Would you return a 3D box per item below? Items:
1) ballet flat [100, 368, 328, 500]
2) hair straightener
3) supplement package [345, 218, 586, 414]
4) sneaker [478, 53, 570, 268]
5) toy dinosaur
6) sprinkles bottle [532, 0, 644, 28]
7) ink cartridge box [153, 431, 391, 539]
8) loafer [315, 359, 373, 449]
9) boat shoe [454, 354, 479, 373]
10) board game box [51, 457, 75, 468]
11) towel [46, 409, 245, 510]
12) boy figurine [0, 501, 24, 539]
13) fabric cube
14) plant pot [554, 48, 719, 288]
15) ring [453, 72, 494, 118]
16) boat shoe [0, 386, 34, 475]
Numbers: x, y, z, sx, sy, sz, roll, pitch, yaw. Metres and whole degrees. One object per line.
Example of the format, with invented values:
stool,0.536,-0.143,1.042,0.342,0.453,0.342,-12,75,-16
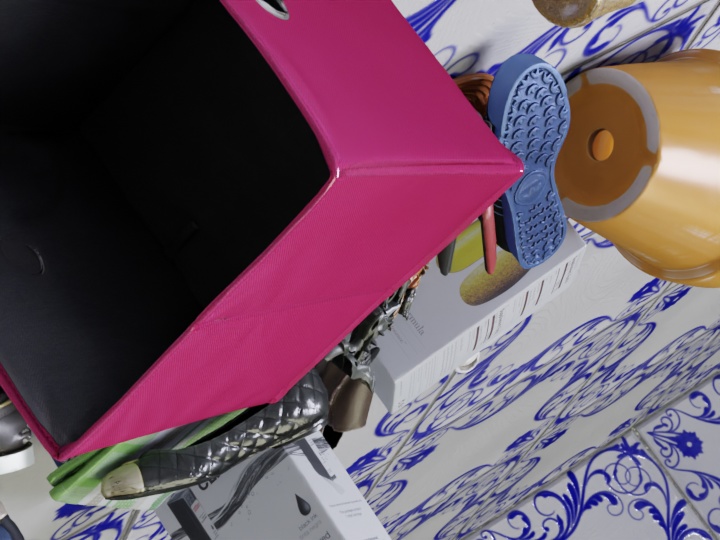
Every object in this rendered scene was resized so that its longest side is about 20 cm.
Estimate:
ballet flat,-0.113,0.126,1.487,0.199,0.057,0.066,-23,-175,-29
hair straightener,0.058,-0.056,1.397,0.076,0.041,0.200,-3,152,3
supplement package,0.075,0.008,1.629,0.199,0.114,0.110,-35,166,-11
sneaker,0.108,-0.090,1.445,0.070,0.078,0.201,-29,141,-21
toy dinosaur,0.000,0.000,1.464,0.136,0.102,0.200,-52,146,1
sprinkles bottle,0.197,-0.219,1.310,0.199,0.068,0.068,-24,161,-38
ink cartridge box,-0.087,0.206,1.695,0.144,0.201,0.084,-42,161,20
loafer,-0.008,0.112,1.837,0.073,0.071,0.200,-24,160,-40
boat shoe,0.093,0.059,1.909,0.071,0.070,0.200,-35,165,2
board game box,-0.139,0.082,1.517,0.199,0.035,0.136,-24,160,-42
towel,-0.154,0.129,1.519,0.149,0.031,0.200,-41,163,5
boy figurine,-0.321,0.210,1.434,0.124,0.065,0.200,-38,164,6
fabric cube,-0.079,-0.057,0.915,0.200,0.197,0.199,-43,163,23
plant pot,0.248,-0.093,1.613,0.182,0.201,0.200,7,136,-47
ring,0.027,-0.075,1.456,0.200,0.019,0.201,-34,165,-10
boat shoe,-0.286,0.105,1.207,0.071,0.061,0.200,2,-173,36
